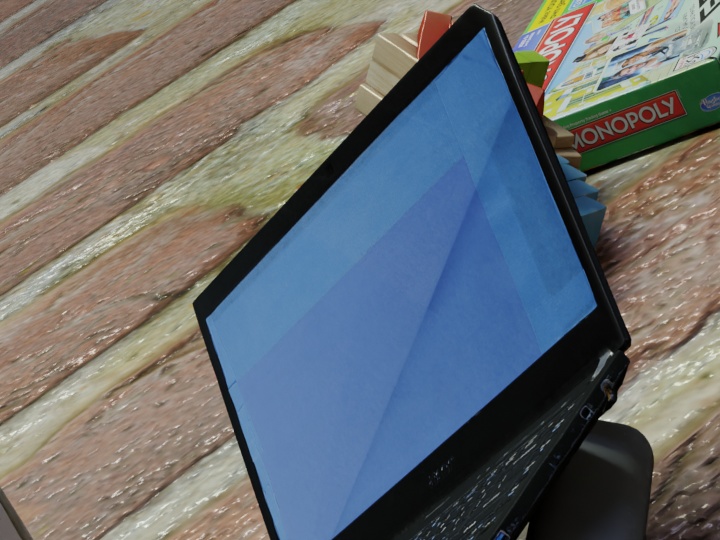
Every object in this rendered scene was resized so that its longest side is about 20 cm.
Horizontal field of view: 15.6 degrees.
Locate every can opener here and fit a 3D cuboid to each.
[{"bbox_3d":[0.070,0.103,0.673,0.066,0.054,0.200,8,24,6],"label":"can opener"}]

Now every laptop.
[{"bbox_3d":[-0.017,0.050,0.748,0.177,0.103,0.200,-45,2,42],"label":"laptop"}]

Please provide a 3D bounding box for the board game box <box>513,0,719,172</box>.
[{"bbox_3d":[0.124,-0.099,1.180,0.134,0.029,0.200,-19,19,26],"label":"board game box"}]

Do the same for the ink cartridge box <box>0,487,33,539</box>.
[{"bbox_3d":[-0.216,0.140,0.933,0.199,0.083,0.147,-8,27,51],"label":"ink cartridge box"}]

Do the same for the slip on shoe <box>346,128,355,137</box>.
[{"bbox_3d":[0.000,0.000,1.033,0.076,0.061,0.200,-20,19,25],"label":"slip on shoe"}]

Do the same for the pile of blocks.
[{"bbox_3d":[0.061,-0.054,1.026,0.081,0.063,0.200,7,25,-18],"label":"pile of blocks"}]
